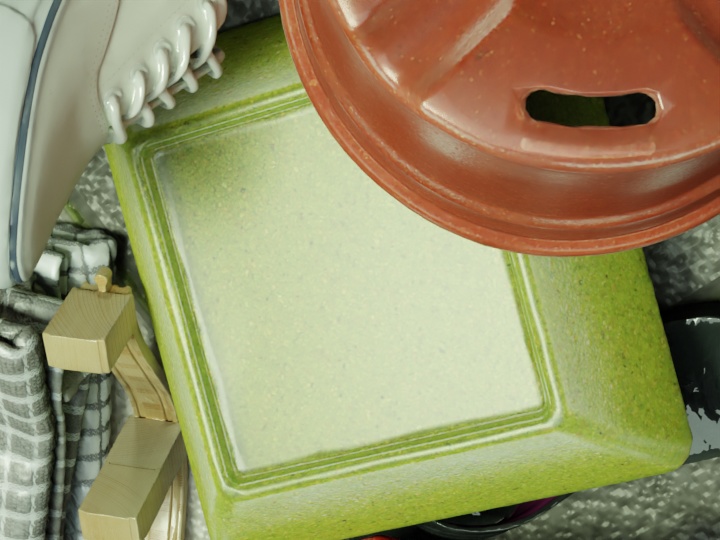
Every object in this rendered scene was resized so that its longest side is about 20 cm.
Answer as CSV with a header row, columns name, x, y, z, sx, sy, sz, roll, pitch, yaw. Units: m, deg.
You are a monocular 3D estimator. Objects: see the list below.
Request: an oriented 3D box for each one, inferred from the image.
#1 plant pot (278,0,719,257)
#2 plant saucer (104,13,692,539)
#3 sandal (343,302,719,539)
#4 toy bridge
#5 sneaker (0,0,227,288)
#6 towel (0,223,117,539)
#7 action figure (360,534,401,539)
name,x,y,z,sx,sy,sz,roll,pitch,yaw
plant pot,0.063,-0.102,0.550,0.199,0.195,0.203,0,92,4
plant saucer,0.000,0.000,0.699,0.198,0.048,0.202,-14,93,21
sandal,0.063,0.064,0.737,0.199,0.048,0.076,-22,105,23
toy bridge,-0.092,0.083,0.776,0.027,0.067,0.201,6,125,14
sneaker,-0.081,-0.081,0.644,0.070,0.201,0.073,14,152,2
towel,-0.204,0.055,0.789,0.198,0.086,0.167,13,116,10
action figure,0.062,0.151,0.734,0.198,0.065,0.100,3,71,7
